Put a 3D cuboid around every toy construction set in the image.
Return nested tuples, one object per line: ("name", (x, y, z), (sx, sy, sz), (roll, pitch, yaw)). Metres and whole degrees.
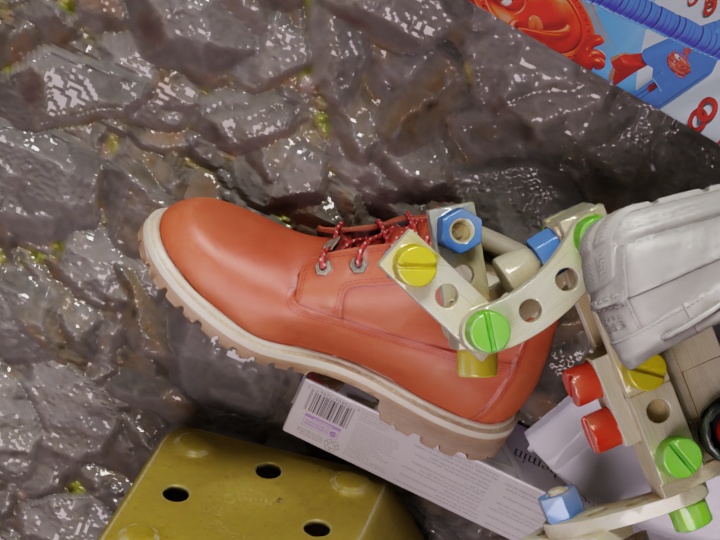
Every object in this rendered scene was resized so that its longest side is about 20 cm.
("toy construction set", (0.096, 0.054, 1.106), (0.131, 0.092, 0.200), (-23, 110, -9))

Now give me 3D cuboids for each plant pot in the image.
("plant pot", (-0.062, 0.197, 1.260), (0.195, 0.194, 0.200), (14, 122, 11))

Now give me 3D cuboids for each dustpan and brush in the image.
("dustpan and brush", (0.193, 0.098, 1.186), (0.200, 0.057, 0.140), (45, 114, -6))

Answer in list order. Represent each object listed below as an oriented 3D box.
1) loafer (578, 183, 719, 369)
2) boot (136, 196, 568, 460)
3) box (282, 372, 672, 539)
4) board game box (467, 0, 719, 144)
("loafer", (0.189, -0.010, 1.049), (0.200, 0.070, 0.070), (-14, 87, -6))
("boot", (0.000, 0.000, 1.172), (0.200, 0.075, 0.107), (24, 126, -8))
("box", (0.061, 0.096, 1.233), (0.200, 0.039, 0.041), (25, 130, 2))
("board game box", (0.132, -0.168, 1.010), (0.196, 0.056, 0.200), (29, 129, -2))
